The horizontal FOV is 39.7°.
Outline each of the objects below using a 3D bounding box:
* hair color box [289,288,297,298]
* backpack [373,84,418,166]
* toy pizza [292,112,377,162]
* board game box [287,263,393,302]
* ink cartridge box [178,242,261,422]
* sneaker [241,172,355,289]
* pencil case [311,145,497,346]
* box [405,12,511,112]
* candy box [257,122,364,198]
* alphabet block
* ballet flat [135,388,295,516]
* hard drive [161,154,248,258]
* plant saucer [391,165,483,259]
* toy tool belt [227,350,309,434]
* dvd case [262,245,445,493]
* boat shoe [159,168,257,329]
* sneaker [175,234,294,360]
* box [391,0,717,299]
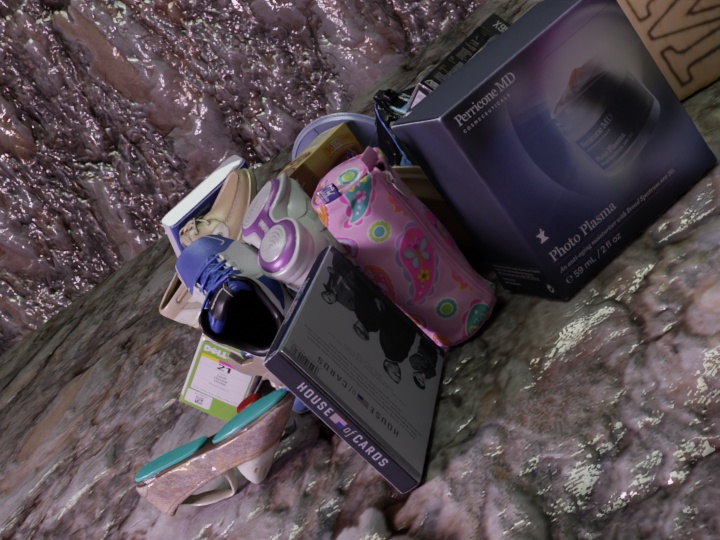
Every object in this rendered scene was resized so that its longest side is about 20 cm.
[{"bbox_3d":[-0.026,-0.012,1.342,0.200,0.065,0.109,-45,16,-31],"label":"hair color box"},{"bbox_3d":[0.128,-0.130,1.158,0.182,0.135,0.200,-21,53,-12],"label":"backpack"},{"bbox_3d":[0.001,-0.141,1.395,0.200,0.200,0.032,-26,29,38],"label":"toy pizza"},{"bbox_3d":[0.000,0.000,1.089,0.200,0.134,0.034,-19,47,54],"label":"board game box"},{"bbox_3d":[-0.129,0.055,1.163,0.148,0.076,0.200,-66,0,-61],"label":"ink cartridge box"},{"bbox_3d":[-0.061,-0.028,0.993,0.075,0.099,0.200,-51,27,16],"label":"sneaker"},{"bbox_3d":[0.042,-0.022,0.921,0.087,0.200,0.087,-36,19,14],"label":"pencil case"},{"bbox_3d":[0.173,-0.170,1.072,0.158,0.200,0.050,-48,-9,-33],"label":"box"},{"bbox_3d":[-0.055,-0.087,1.286,0.056,0.117,0.200,-20,23,46],"label":"candy box"},{"bbox_3d":[0.364,-0.332,1.118,0.196,0.200,0.195,-31,15,25],"label":"alphabet block"},{"bbox_3d":[-0.128,0.182,0.968,0.200,0.067,0.068,-31,10,23],"label":"ballet flat"},{"bbox_3d":[-0.176,-0.035,1.292,0.025,0.200,0.132,28,61,29],"label":"hard drive"},{"bbox_3d":[0.071,-0.053,1.034,0.200,0.200,0.030,-18,57,54],"label":"plant saucer"},{"bbox_3d":[-0.072,0.078,1.044,0.200,0.123,0.125,-36,14,8],"label":"toy tool belt"},{"bbox_3d":[0.003,0.072,0.822,0.025,0.150,0.200,-41,11,24],"label":"dvd case"},{"bbox_3d":[-0.180,-0.033,1.184,0.072,0.065,0.201,14,83,63],"label":"boat shoe"},{"bbox_3d":[-0.116,0.022,0.949,0.199,0.115,0.081,40,93,32],"label":"sneaker"},{"bbox_3d":[0.172,-0.114,0.898,0.200,0.199,0.123,-41,14,-12],"label":"box"}]
